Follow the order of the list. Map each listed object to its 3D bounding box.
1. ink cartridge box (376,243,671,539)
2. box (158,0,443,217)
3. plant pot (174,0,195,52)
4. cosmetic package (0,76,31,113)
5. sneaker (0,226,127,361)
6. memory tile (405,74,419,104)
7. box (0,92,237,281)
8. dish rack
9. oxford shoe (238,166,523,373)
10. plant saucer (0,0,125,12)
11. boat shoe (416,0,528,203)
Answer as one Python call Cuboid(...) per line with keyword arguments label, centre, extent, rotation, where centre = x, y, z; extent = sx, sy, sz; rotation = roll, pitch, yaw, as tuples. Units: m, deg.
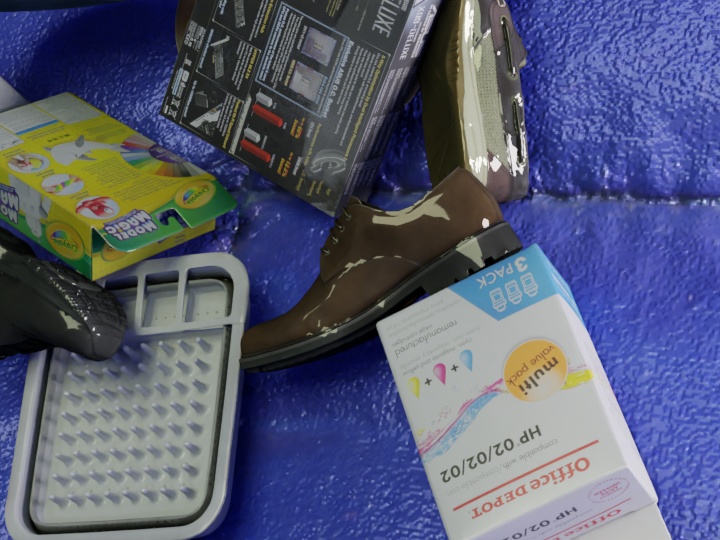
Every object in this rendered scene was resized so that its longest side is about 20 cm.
Cuboid(label="ink cartridge box", centre=(0.097, 0.100, 0.998), extent=(0.114, 0.068, 0.201), rotation=(-27, 57, 12))
Cuboid(label="box", centre=(-0.036, -0.162, 1.131), extent=(0.157, 0.050, 0.202), rotation=(30, 114, 21))
Cuboid(label="plant pot", centre=(-0.044, -0.201, 1.248), extent=(0.198, 0.027, 0.202), rotation=(-12, 60, 21))
Cuboid(label="cosmetic package", centre=(-0.324, -0.148, 1.253), extent=(0.101, 0.200, 0.071), rotation=(37, 84, 35))
Cuboid(label="sneaker", centre=(-0.235, 0.029, 1.156), extent=(0.199, 0.076, 0.091), rotation=(26, 89, 42))
Cuboid(label="memory tile", centre=(-0.001, -0.225, 1.173), extent=(0.153, 0.017, 0.200), rotation=(-45, 85, 5))
Cuboid(label="box", centre=(-0.191, -0.059, 1.201), extent=(0.199, 0.049, 0.117), rotation=(29, 38, 36))
Cuboid(label="dish rack", centre=(-0.150, 0.092, 1.140), extent=(0.170, 0.044, 0.202), rotation=(-7, 62, 22))
Cuboid(label="oxford shoe", centre=(0.000, 0.000, 1.079), extent=(0.199, 0.073, 0.085), rotation=(-31, 85, 11))
Cuboid(label="plant saucer", centre=(-0.228, -0.224, 1.250), extent=(0.198, 0.200, 0.036), rotation=(-5, 92, 24))
Cuboid(label="boat shoe", centre=(0.077, -0.138, 1.123), extent=(0.072, 0.065, 0.203), rotation=(-30, 59, 59))
